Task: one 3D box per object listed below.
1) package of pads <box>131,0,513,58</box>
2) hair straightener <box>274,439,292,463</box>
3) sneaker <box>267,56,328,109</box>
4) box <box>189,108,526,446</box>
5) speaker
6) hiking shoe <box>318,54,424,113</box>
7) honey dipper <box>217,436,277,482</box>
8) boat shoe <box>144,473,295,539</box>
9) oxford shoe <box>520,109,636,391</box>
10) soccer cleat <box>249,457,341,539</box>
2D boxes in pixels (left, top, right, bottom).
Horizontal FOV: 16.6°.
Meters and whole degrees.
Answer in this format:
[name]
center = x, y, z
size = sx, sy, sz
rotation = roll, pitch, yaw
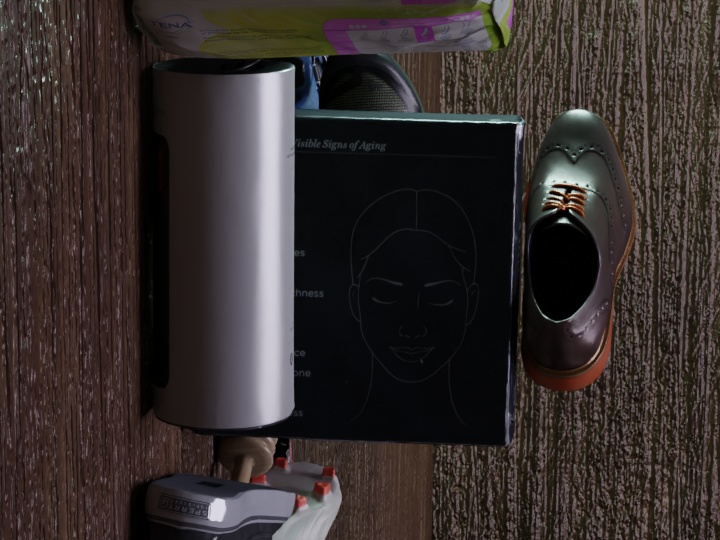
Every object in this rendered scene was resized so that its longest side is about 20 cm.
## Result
[package of pads]
center = -0.016, -0.188, 1.297
size = 0.068, 0.199, 0.155
rotation = 58, 35, -68
[hair straightener]
center = -0.057, 0.152, 1.810
size = 0.077, 0.041, 0.201
rotation = 71, 22, -75
[sneaker]
center = -0.027, -0.146, 1.751
size = 0.200, 0.090, 0.079
rotation = -40, 132, -81
[box]
center = 0.000, 0.000, 1.531
size = 0.124, 0.199, 0.197
rotation = -57, 149, -82
[speaker]
center = -0.075, -0.018, 1.366
size = 0.081, 0.081, 0.201
rotation = -63, 155, -76
[hiking shoe]
center = 0.015, -0.052, 1.636
size = 0.101, 0.075, 0.201
rotation = -94, 174, -77
[honey dipper]
center = -0.082, 0.163, 1.586
size = 0.200, 0.038, 0.038
rotation = -80, 170, -45
[boat shoe]
center = -0.084, 0.156, 1.427
size = 0.200, 0.070, 0.067
rotation = 24, 76, -83
[oxford shoe]
center = 0.134, -0.028, 1.523
size = 0.073, 0.071, 0.201
rotation = 79, 13, -55
[soccer cleat]
center = -0.062, 0.196, 1.690
size = 0.200, 0.069, 0.078
rotation = -61, 158, -63
